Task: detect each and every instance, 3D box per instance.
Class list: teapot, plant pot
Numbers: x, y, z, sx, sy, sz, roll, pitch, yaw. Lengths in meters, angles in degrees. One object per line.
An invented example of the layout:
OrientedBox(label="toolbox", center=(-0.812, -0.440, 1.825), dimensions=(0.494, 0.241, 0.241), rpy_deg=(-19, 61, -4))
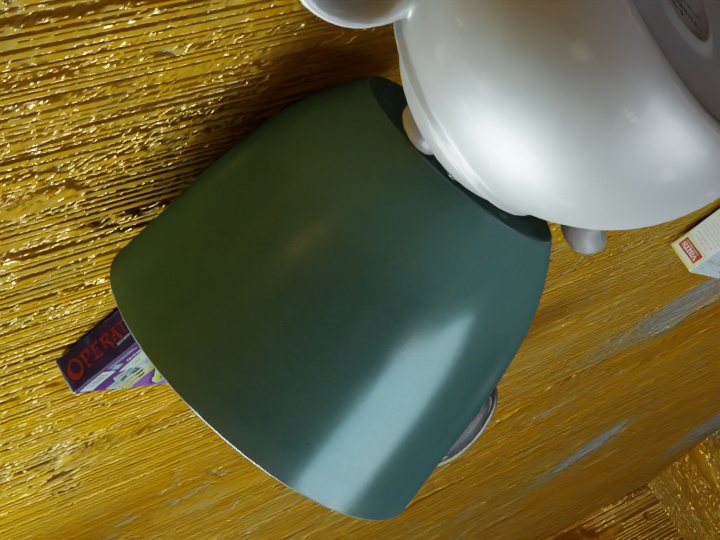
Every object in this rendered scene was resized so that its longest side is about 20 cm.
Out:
OrientedBox(label="teapot", center=(0.080, -0.097, 0.921), dimensions=(0.146, 0.200, 0.197), rpy_deg=(-26, -178, 25))
OrientedBox(label="plant pot", center=(0.000, 0.000, 1.038), dimensions=(0.161, 0.201, 0.201), rpy_deg=(-48, 162, 16))

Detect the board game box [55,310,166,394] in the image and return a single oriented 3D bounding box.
OrientedBox(label="board game box", center=(-0.076, 0.006, 1.213), dimensions=(0.200, 0.032, 0.120), rpy_deg=(-38, 161, 21))

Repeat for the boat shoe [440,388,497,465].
OrientedBox(label="boat shoe", center=(0.040, 0.157, 1.871), dimensions=(0.200, 0.075, 0.073), rpy_deg=(-39, 165, 18))

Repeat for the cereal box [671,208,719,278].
OrientedBox(label="cereal box", center=(0.406, -0.066, 1.989), dimensions=(0.200, 0.040, 0.144), rpy_deg=(-36, 165, 15))
